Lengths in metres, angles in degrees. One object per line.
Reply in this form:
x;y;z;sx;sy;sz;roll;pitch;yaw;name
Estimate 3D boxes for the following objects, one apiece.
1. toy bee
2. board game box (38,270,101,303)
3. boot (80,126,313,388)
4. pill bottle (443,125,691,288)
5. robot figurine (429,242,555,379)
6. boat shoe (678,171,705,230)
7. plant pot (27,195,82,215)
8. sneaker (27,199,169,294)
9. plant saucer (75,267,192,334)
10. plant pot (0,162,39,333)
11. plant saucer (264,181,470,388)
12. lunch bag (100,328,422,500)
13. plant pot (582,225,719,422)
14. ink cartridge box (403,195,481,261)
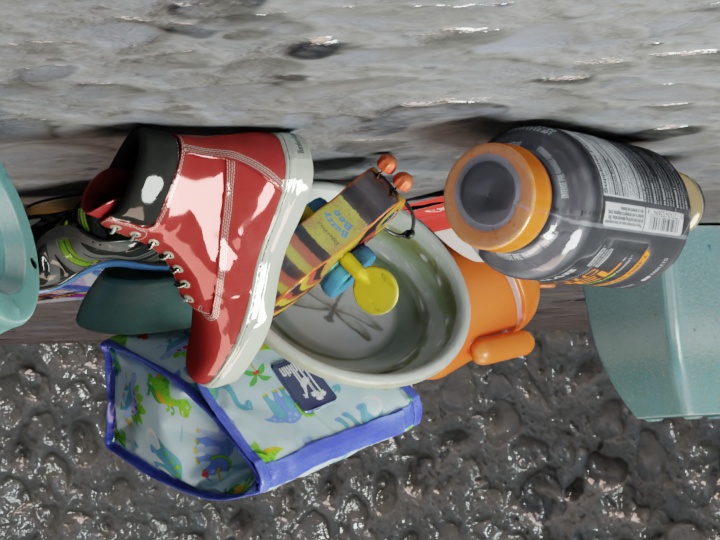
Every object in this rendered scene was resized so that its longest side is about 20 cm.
-0.015;-0.040;1.429;0.131;0.200;0.109;31;138;-6;toy bee
-0.352;0.007;1.984;0.199;0.041;0.200;-6;173;32;board game box
-0.126;-0.008;1.304;0.144;0.200;0.072;1;-146;-26;boot
0.139;-0.044;1.344;0.106;0.106;0.200;-6;173;36;pill bottle
0.094;0.032;1.904;0.200;0.117;0.144;-30;-158;-27;robot figurine
0.185;-0.049;1.550;0.200;0.072;0.065;-10;-176;33;boat shoe
-0.179;-0.041;1.640;0.200;0.027;0.200;-2;175;0;plant pot
-0.213;-0.033;1.509;0.200;0.071;0.083;-8;145;8;sneaker
-0.134;0.004;1.575;0.200;0.036;0.200;-10;-166;2;plant saucer
-0.309;-0.002;1.195;0.188;0.200;0.200;-20;171;13;plant pot
-0.016;0.020;1.492;0.200;0.200;0.050;0;141;-26;plant saucer
-0.078;0.100;1.510;0.170;0.127;0.200;-22;-146;-38;lunch bag
0.363;0.060;2.089;0.196;0.200;0.196;0;175;-22;plant pot
0.123;-0.037;1.742;0.200;0.050;0.161;-2;175;-30;ink cartridge box
